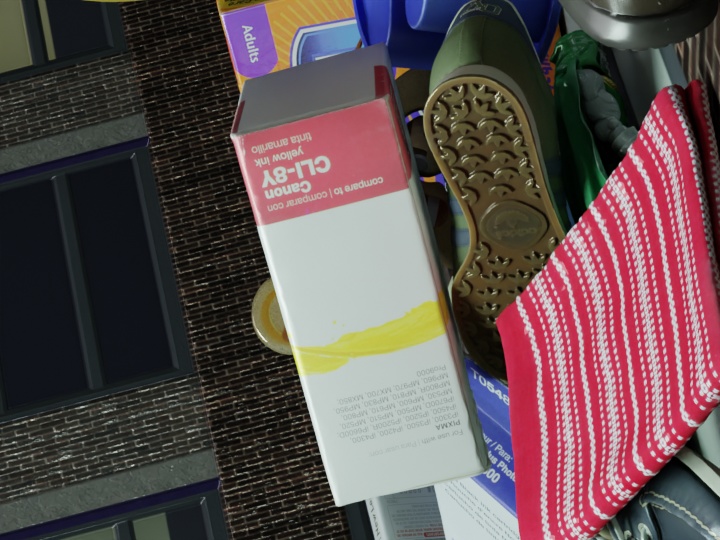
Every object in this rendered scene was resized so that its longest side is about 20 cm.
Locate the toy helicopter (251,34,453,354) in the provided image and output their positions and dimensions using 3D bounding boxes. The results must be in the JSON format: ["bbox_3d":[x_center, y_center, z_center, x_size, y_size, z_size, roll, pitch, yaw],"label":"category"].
[{"bbox_3d":[0.006,-0.040,1.224,0.132,0.200,0.079,43,171,-3],"label":"toy helicopter"}]

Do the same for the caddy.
[{"bbox_3d":[0.058,-0.199,1.176,0.141,0.104,0.202,148,117,-68],"label":"caddy"}]

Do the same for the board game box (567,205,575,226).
[{"bbox_3d":[0.143,0.022,1.296,0.153,0.040,0.201,-105,1,-53],"label":"board game box"}]

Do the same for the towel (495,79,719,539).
[{"bbox_3d":[0.108,0.030,0.944,0.200,0.022,0.146,121,151,-53],"label":"towel"}]

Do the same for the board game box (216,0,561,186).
[{"bbox_3d":[0.021,-0.134,1.400,0.200,0.198,0.201,-105,0,-63],"label":"board game box"}]

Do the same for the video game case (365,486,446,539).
[{"bbox_3d":[0.111,0.202,1.414,0.022,0.198,0.183,120,143,-51],"label":"video game case"}]

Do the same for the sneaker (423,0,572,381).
[{"bbox_3d":[0.074,-0.044,1.061,0.090,0.067,0.201,-81,-17,-44],"label":"sneaker"}]

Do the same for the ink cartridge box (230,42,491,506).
[{"bbox_3d":[0.000,0.000,1.119,0.145,0.083,0.201,-93,-11,-74],"label":"ink cartridge box"}]

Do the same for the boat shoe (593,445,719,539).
[{"bbox_3d":[0.139,0.113,0.991,0.075,0.062,0.200,43,175,-14],"label":"boat shoe"}]

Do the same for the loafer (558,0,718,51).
[{"bbox_3d":[0.084,-0.168,0.877,0.200,0.073,0.072,51,154,44],"label":"loafer"}]

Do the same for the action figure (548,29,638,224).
[{"bbox_3d":[0.127,-0.030,1.044,0.118,0.054,0.201,74,-178,-67],"label":"action figure"}]

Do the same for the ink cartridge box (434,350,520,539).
[{"bbox_3d":[0.117,0.162,1.245,0.199,0.041,0.201,39,159,30],"label":"ink cartridge box"}]

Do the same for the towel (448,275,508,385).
[{"bbox_3d":[0.124,0.084,1.232,0.201,0.036,0.148,64,159,-9],"label":"towel"}]
